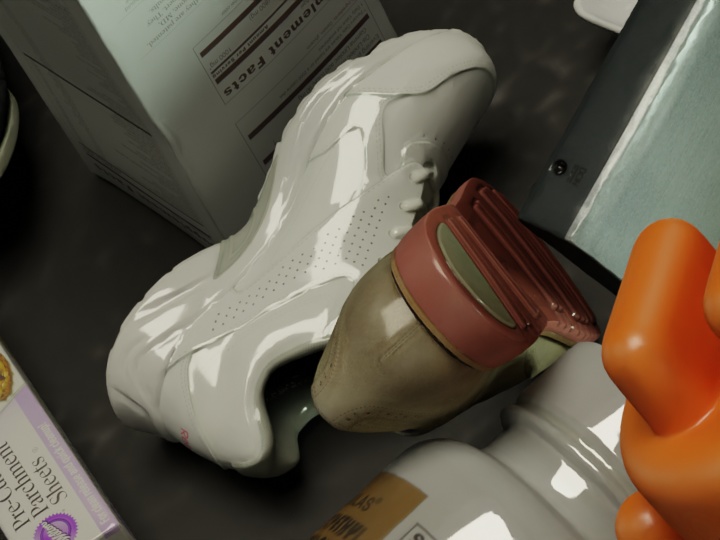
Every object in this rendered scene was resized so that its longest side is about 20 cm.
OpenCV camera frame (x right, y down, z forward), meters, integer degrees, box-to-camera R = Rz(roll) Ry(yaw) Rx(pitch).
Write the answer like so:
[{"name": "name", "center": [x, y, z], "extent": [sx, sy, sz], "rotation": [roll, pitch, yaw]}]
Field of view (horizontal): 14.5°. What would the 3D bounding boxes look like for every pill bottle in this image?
[{"name": "pill bottle", "center": [0.031, 0.121, 0.933], "extent": [0.200, 0.114, 0.114], "rotation": [-42, 50, -11]}]

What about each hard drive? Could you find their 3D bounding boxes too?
[{"name": "hard drive", "center": [0.142, -0.077, 0.985], "extent": [0.033, 0.140, 0.200], "rotation": [27, 86, 37]}]

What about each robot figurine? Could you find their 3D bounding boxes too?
[{"name": "robot figurine", "center": [0.157, 0.062, 0.852], "extent": [0.144, 0.200, 0.117], "rotation": [-44, 20, 2]}]

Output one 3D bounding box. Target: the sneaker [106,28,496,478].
[{"name": "sneaker", "center": [0.000, 0.000, 1.076], "extent": [0.099, 0.078, 0.200], "rotation": [33, 81, 31]}]

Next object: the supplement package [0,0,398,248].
[{"name": "supplement package", "center": [-0.075, -0.112, 1.100], "extent": [0.110, 0.200, 0.114], "rotation": [-46, 52, -13]}]

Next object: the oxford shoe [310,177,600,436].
[{"name": "oxford shoe", "center": [0.029, 0.017, 0.984], "extent": [0.075, 0.200, 0.071], "rotation": [-40, 79, 14]}]

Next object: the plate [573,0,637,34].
[{"name": "plate", "center": [0.216, -0.133, 1.103], "extent": [0.199, 0.032, 0.200], "rotation": [26, 68, 37]}]

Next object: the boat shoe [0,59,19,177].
[{"name": "boat shoe", "center": [-0.189, -0.098, 1.207], "extent": [0.074, 0.066, 0.200], "rotation": [-17, 39, 10]}]

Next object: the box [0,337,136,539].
[{"name": "box", "center": [-0.144, 0.056, 1.108], "extent": [0.041, 0.039, 0.200], "rotation": [-35, 49, -5]}]
